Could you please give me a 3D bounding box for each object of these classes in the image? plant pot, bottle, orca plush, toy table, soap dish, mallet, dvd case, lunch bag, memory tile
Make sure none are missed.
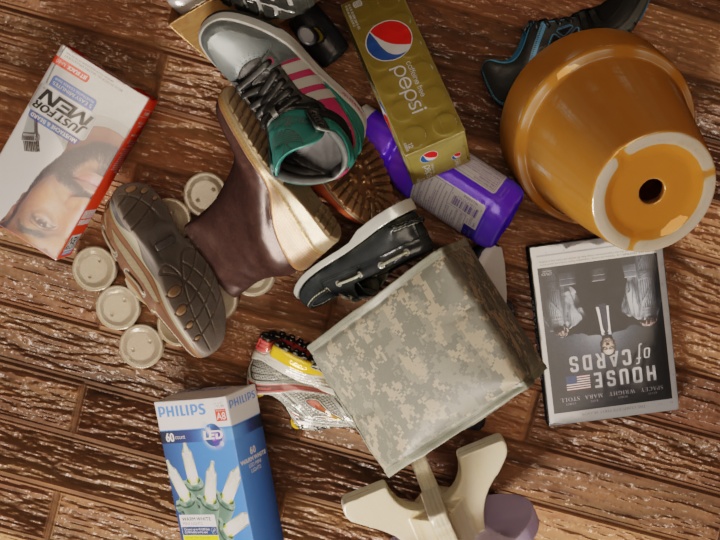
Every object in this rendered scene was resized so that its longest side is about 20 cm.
[{"bbox_3d":[0.257,-0.116,1.142,0.198,0.184,0.202,-4,120,-8],"label":"plant pot"},{"bbox_3d":[0.076,-0.106,1.225,0.199,0.084,0.065,34,63,10],"label":"bottle"},{"bbox_3d":[0.116,0.071,1.264,0.105,0.071,0.202,-14,102,-44],"label":"orca plush"},{"bbox_3d":[0.081,0.259,1.218,0.199,0.184,0.118,-27,111,-10],"label":"toy table"},{"bbox_3d":[-0.102,-0.296,1.180,0.199,0.158,0.082,-30,111,2],"label":"soap dish"},{"bbox_3d":[-0.041,-0.230,1.160,0.041,0.200,0.066,-39,105,9],"label":"mallet"},{"bbox_3d":[0.268,0.063,1.270,0.148,0.025,0.202,-7,94,1],"label":"dvd case"},{"bbox_3d":[0.061,0.092,1.161,0.199,0.117,0.165,-35,85,20],"label":"lunch bag"},{"bbox_3d":[-0.205,0.001,1.267,0.199,0.017,0.154,-32,94,2],"label":"memory tile"}]

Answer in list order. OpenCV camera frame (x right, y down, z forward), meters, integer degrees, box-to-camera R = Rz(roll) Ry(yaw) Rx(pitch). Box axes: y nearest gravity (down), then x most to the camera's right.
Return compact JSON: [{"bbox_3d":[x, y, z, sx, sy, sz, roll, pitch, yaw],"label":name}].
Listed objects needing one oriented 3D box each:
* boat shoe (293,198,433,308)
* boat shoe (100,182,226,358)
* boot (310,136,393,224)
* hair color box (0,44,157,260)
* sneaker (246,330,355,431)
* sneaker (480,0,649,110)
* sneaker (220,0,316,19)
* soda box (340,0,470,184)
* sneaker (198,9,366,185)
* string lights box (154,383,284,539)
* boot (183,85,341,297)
[{"bbox_3d":[0.000,0.000,1.194,0.075,0.200,0.061,-22,78,-40],"label":"boat shoe"},{"bbox_3d":[-0.212,0.004,1.227,0.072,0.075,0.201,-29,89,45],"label":"boat shoe"},{"bbox_3d":[-0.050,-0.118,1.221,0.200,0.107,0.075,47,59,-1],"label":"boot"},{"bbox_3d":[-0.317,-0.126,1.233,0.110,0.064,0.201,30,95,-3],"label":"hair color box"},{"bbox_3d":[-0.033,0.142,1.257,0.198,0.078,0.083,27,102,5],"label":"sneaker"},{"bbox_3d":[0.219,-0.246,1.220,0.200,0.073,0.082,-40,94,2],"label":"sneaker"},{"bbox_3d":[-0.126,-0.302,1.065,0.198,0.078,0.091,23,82,3],"label":"sneaker"},{"bbox_3d":[0.046,-0.194,1.184,0.067,0.064,0.202,-22,65,1],"label":"soda box"},{"bbox_3d":[-0.076,-0.151,1.086,0.199,0.121,0.083,35,124,-24],"label":"sneaker"},{"bbox_3d":[-0.151,0.230,1.245,0.102,0.059,0.202,-8,95,31],"label":"string lights box"},{"bbox_3d":[-0.130,-0.074,1.179,0.165,0.072,0.201,-23,108,34],"label":"boot"}]
